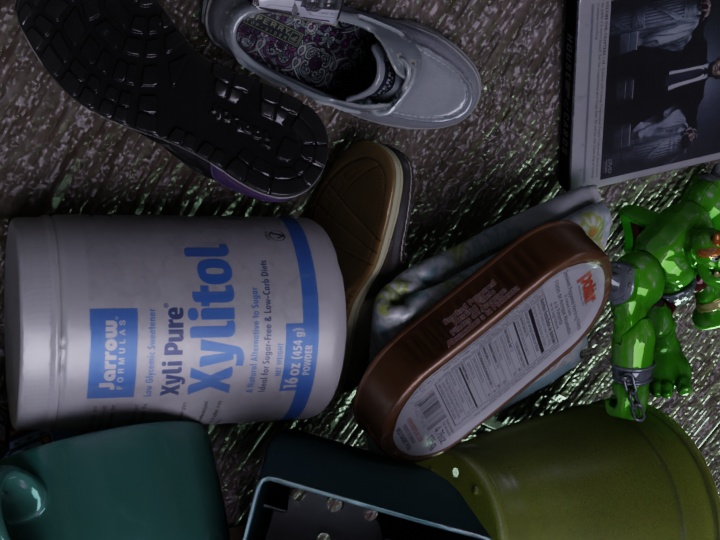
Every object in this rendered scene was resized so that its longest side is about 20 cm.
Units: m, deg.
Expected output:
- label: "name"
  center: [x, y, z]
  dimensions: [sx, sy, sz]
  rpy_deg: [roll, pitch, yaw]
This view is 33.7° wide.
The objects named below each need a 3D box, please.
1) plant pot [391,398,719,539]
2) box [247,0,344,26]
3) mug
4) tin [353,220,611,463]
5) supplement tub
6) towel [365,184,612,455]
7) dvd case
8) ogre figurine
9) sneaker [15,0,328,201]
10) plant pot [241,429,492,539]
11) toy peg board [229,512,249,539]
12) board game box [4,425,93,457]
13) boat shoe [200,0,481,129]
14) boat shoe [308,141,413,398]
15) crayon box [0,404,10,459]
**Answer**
- label: "plant pot"
  center: [0.130, 0.195, 0.883]
  dimensions: [0.190, 0.201, 0.203]
  rpy_deg: [6, 118, -36]
- label: "box"
  center: [-0.024, -0.248, 0.599]
  dimensions: [0.049, 0.158, 0.203]
  rpy_deg: [7, 118, -24]
- label: "mug"
  center: [-0.166, 0.169, 0.710]
  dimensions: [0.183, 0.116, 0.151]
  rpy_deg: [-3, 161, -39]
- label: "tin"
  center: [0.084, 0.050, 0.785]
  dimensions: [0.199, 0.042, 0.112]
  rpy_deg: [-38, 149, -7]
- label: "supplement tub"
  center: [-0.119, 0.032, 0.749]
  dimensions: [0.196, 0.132, 0.134]
  rpy_deg: [-1, 121, -22]
- label: "towel"
  center: [0.089, 0.039, 0.850]
  dimensions: [0.198, 0.048, 0.173]
  rpy_deg: [-26, 141, -22]
- label: "dvd case"
  center: [0.235, -0.144, 0.846]
  dimensions: [0.197, 0.025, 0.152]
  rpy_deg: [-13, 124, -13]
- label: "ogre figurine"
  center: [0.241, 0.010, 0.895]
  dimensions: [0.198, 0.098, 0.121]
  rpy_deg: [-31, 121, -7]
- label: "sneaker"
  center: [-0.117, -0.100, 0.705]
  dimensions: [0.199, 0.087, 0.076]
  rpy_deg: [35, 77, -9]
- label: "plant pot"
  center: [-0.012, 0.184, 0.766]
  dimensions: [0.139, 0.200, 0.144]
  rpy_deg: [16, 98, -5]
- label: "toy peg board"
  center: [-0.111, 0.251, 0.832]
  dimensions: [0.196, 0.201, 0.099]
  rpy_deg: [-9, 134, -17]
- label: "board game box"
  center: [-0.225, 0.142, 0.834]
  dimensions: [0.197, 0.020, 0.104]
  rpy_deg: [-23, 126, -7]
- label: "boat shoe"
  center: [-0.003, -0.124, 0.735]
  dimensions: [0.198, 0.072, 0.071]
  rpy_deg: [15, 114, -28]
- label: "boat shoe"
  center: [0.000, 0.000, 0.820]
  dimensions: [0.064, 0.073, 0.202]
  rpy_deg: [-12, 134, -40]
- label: "crayon box"
  center: [-0.347, 0.107, 0.727]
  dimensions: [0.199, 0.058, 0.173]
  rpy_deg: [39, 97, -25]
